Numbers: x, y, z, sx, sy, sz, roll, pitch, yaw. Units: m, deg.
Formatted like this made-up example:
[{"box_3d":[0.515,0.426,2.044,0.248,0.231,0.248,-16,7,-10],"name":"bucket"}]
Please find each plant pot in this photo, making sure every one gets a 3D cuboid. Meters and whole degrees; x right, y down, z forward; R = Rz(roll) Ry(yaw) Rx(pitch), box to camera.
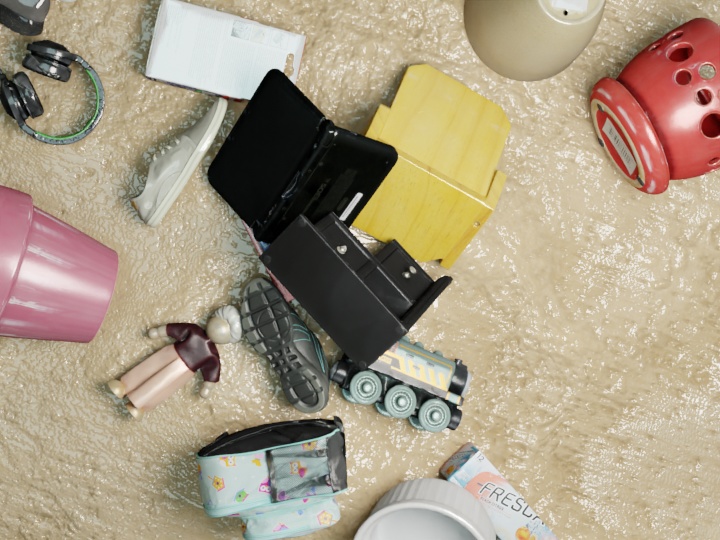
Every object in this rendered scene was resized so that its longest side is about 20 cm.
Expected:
[{"box_3d":[0.251,-0.357,1.464,0.186,0.200,0.188,0,93,-8],"name":"plant pot"},{"box_3d":[-0.417,0.008,1.412,0.178,0.200,0.201,19,91,-23],"name":"plant pot"},{"box_3d":[0.427,-0.215,1.495,0.182,0.200,0.201,-28,96,-2],"name":"plant pot"}]

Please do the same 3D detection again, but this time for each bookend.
[{"box_3d":[0.000,0.000,1.457,0.199,0.200,0.092,48,119,2],"name":"bookend"}]

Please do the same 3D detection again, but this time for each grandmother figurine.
[{"box_3d":[-0.239,0.122,1.499,0.200,0.061,0.121,-39,106,-1],"name":"grandmother figurine"}]

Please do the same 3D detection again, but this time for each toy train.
[{"box_3d":[0.059,0.150,1.529,0.199,0.085,0.114,23,81,-9],"name":"toy train"}]

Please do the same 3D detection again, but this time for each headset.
[{"box_3d":[-0.428,-0.251,1.435,0.200,0.094,0.124,39,88,-14],"name":"headset"}]

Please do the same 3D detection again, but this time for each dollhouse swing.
[{"box_3d":[0.089,-0.150,1.538,0.199,0.176,0.182,27,131,-8],"name":"dollhouse swing"}]

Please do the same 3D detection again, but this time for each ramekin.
[{"box_3d":[0.092,0.383,1.504,0.199,0.098,0.201,4,110,12],"name":"ramekin"}]

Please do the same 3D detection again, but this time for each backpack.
[{"box_3d":[-0.118,0.277,1.464,0.199,0.176,0.154,-3,89,-3],"name":"backpack"}]

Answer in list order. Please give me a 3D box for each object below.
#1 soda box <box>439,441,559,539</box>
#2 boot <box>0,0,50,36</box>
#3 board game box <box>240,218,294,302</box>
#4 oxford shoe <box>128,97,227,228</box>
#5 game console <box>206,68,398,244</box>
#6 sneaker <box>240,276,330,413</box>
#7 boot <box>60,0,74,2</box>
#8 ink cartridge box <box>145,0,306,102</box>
[{"box_3d":[0.203,0.340,1.560,0.064,0.068,0.200,-42,96,-3],"name":"soda box"},{"box_3d":[-0.472,-0.403,1.407,0.199,0.070,0.132,27,114,-4],"name":"boot"},{"box_3d":[-0.106,-0.066,1.525,0.103,0.019,0.201,-27,96,-6],"name":"board game box"},{"box_3d":[-0.245,-0.152,1.476,0.058,0.075,0.200,34,93,-9],"name":"oxford shoe"},{"box_3d":[-0.079,-0.139,1.458,0.175,0.117,0.200,14,128,-33],"name":"game console"},{"box_3d":[-0.100,0.099,1.506,0.075,0.079,0.201,-22,98,21],"name":"sneaker"},{"box_3d":[-0.372,-0.452,1.407,0.072,0.144,0.201,11,93,-9],"name":"boot"},{"box_3d":[-0.182,-0.289,1.488,0.199,0.050,0.110,13,91,-9],"name":"ink cartridge box"}]
